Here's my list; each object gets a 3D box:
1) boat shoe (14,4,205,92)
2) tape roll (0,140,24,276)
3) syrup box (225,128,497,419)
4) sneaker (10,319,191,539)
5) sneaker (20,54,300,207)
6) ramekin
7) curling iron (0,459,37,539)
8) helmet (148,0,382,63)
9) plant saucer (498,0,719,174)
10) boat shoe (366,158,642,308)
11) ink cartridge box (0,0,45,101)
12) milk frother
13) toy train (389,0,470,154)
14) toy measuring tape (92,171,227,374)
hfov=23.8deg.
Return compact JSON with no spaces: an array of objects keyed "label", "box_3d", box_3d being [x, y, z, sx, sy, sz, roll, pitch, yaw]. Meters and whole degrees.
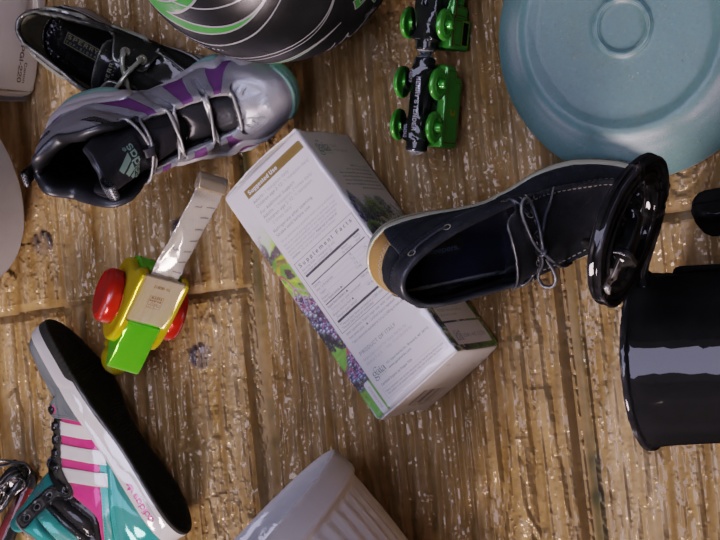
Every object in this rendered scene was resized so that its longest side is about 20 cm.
[{"label":"boat shoe","box_3d":[-0.178,-0.148,1.305,0.199,0.064,0.071,25,101,22]},{"label":"tape roll","box_3d":[-0.380,-0.044,1.325,0.202,0.139,0.204,15,123,23]},{"label":"syrup box","box_3d":[0.000,0.000,1.212,0.081,0.079,0.200,-42,73,20]},{"label":"sneaker","box_3d":[-0.228,0.149,1.327,0.120,0.084,0.201,-35,77,12]},{"label":"sneaker","box_3d":[-0.145,-0.088,1.208,0.199,0.140,0.078,-14,113,17]},{"label":"ramekin","box_3d":[-0.050,0.231,1.177,0.105,0.200,0.200,44,109,-1]},{"label":"curling iron","box_3d":[-0.311,0.240,1.392,0.049,0.026,0.201,17,104,-13]},{"label":"helmet","box_3d":[-0.069,-0.240,1.184,0.201,0.199,0.191,57,139,14]},{"label":"plant saucer","box_3d":[0.180,-0.162,1.147,0.199,0.036,0.201,0,90,26]},{"label":"boat shoe","box_3d":[0.104,-0.020,1.129,0.199,0.062,0.075,-15,117,-9]},{"label":"ink cartridge box","box_3d":[-0.358,-0.222,1.381,0.199,0.085,0.147,10,96,23]},{"label":"milk frother","box_3d":[0.246,0.019,1.029,0.187,0.200,0.182,-5,85,25]},{"label":"toy train","box_3d":[0.055,-0.181,1.196,0.042,0.056,0.201,8,95,30]},{"label":"toy measuring tape","box_3d":[-0.151,-0.005,1.281,0.073,0.073,0.201,40,120,20]}]
